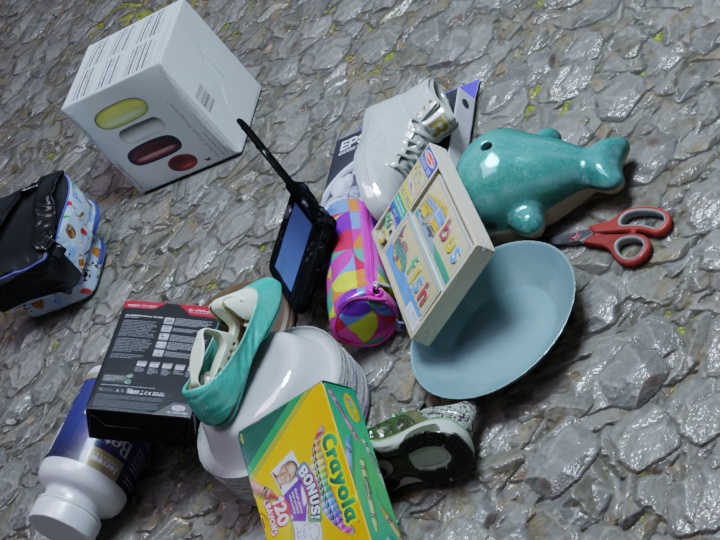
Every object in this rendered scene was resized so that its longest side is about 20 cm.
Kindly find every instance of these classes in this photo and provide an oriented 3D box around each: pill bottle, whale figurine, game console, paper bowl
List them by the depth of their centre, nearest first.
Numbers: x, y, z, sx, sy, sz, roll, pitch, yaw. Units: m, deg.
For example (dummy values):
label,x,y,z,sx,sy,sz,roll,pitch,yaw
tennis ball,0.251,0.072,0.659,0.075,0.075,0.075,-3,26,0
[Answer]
label,x,y,z,sx,sy,sz,roll,pitch,yaw
whale figurine,0.190,-0.108,1.632,0.198,0.104,0.160,-12,42,33
paper bowl,-0.096,0.149,1.652,0.199,0.104,0.202,-28,36,23
pill bottle,-0.314,0.223,1.785,0.110,0.111,0.201,-8,48,40
game console,-0.107,-0.067,1.795,0.200,0.115,0.178,-127,54,-69

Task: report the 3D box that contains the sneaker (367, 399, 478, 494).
label,x,y,z,sx,sy,sz,roll,pitch,yaw
sneaker,0.043,0.173,1.530,0.198,0.077,0.089,-10,27,34

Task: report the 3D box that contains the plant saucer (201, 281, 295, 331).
label,x,y,z,sx,sy,sz,roll,pitch,yaw
plant saucer,-0.166,0.089,1.853,0.199,0.029,0.201,-28,37,23

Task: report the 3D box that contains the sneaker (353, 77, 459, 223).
label,x,y,z,sx,sy,sz,roll,pitch,yaw
sneaker,0.058,-0.149,1.768,0.115,0.074,0.201,-27,39,27

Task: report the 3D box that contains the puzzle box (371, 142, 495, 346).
label,x,y,z,sx,sy,sz,roll,pitch,yaw
puzzle box,0.075,-0.031,1.620,0.134,0.025,0.201,-56,30,24

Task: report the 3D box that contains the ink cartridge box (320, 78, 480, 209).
label,x,y,z,sx,sy,sz,roll,pitch,yaw
ink cartridge box,0.049,-0.153,1.882,0.197,0.043,0.201,-20,39,31

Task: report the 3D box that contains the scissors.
label,x,y,z,sx,sy,sz,roll,pitch,yaw
scissors,0.242,-0.040,1.593,0.199,0.014,0.074,7,61,50

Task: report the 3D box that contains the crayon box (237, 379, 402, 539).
label,x,y,z,sx,sy,sz,roll,pitch,yaw
crayon box,-0.037,0.226,1.469,0.118,0.058,0.202,-32,61,26

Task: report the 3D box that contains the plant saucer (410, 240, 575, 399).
label,x,y,z,sx,sy,sz,roll,pitch,yaw
plant saucer,0.144,0.059,1.560,0.200,0.039,0.202,-27,38,23

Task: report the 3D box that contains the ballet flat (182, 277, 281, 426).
label,x,y,z,sx,sy,sz,roll,pitch,yaw
ballet flat,-0.140,0.071,1.625,0.067,0.070,0.202,-13,44,38

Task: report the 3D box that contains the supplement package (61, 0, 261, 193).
label,x,y,z,sx,sy,sz,roll,pitch,yaw
supplement package,-0.289,-0.252,2.198,0.198,0.191,0.148,-19,40,32

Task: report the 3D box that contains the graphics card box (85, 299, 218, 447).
label,x,y,z,sx,sy,sz,roll,pitch,yaw
graphics card box,-0.236,0.117,1.751,0.124,0.051,0.201,5,36,3

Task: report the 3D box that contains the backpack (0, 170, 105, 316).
label,x,y,z,sx,sy,sz,roll,pitch,yaw
backpack,-0.458,-0.040,2.182,0.198,0.154,0.192,-15,51,26

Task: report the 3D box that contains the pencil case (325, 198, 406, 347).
label,x,y,z,sx,sy,sz,roll,pitch,yaw
pencil case,0.000,0.000,1.731,0.088,0.088,0.201,-31,36,16
